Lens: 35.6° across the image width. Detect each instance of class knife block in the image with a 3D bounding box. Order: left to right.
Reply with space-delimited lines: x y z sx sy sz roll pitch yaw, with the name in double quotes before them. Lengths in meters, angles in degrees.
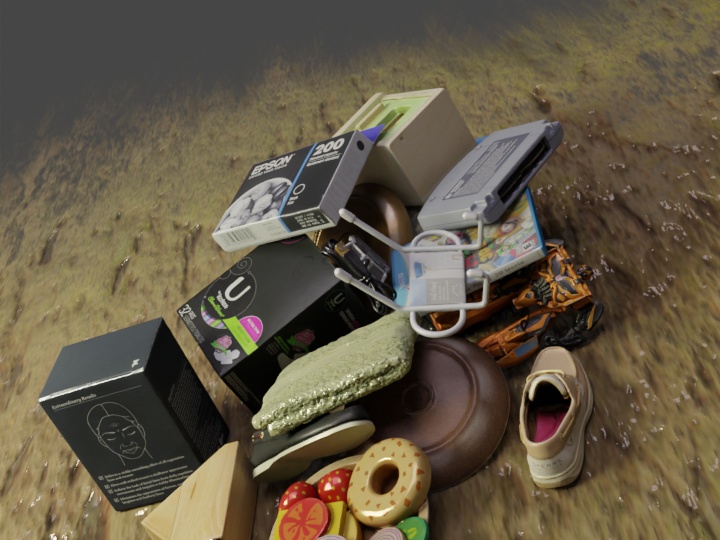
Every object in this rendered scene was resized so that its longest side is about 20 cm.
"knife block" -0.157 0.301 1.257 0.200 0.064 0.175 -41 35 -26

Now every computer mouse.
"computer mouse" 0.000 0.000 1.394 0.044 0.110 0.200 -48 1 7

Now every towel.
"towel" -0.025 0.114 1.280 0.199 0.037 0.149 -25 16 17

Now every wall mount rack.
"wall mount rack" 0.061 -0.011 1.305 0.173 0.075 0.201 -2 37 3

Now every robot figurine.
"robot figurine" 0.191 0.046 1.348 0.199 0.058 0.145 -31 69 5

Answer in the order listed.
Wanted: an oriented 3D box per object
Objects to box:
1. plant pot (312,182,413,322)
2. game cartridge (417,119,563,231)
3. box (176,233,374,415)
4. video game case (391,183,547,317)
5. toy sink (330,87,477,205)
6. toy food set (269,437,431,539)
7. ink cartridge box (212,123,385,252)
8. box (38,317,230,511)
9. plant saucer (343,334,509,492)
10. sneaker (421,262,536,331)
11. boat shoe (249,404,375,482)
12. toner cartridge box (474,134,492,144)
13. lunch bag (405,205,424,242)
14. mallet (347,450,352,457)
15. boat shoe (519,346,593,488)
"plant pot" -0.007 -0.024 1.545 0.027 0.201 0.199 8 4 -42
"game cartridge" 0.164 -0.120 1.444 0.133 0.041 0.200 -2 37 48
"box" -0.109 0.064 1.468 0.200 0.124 0.149 -38 48 -5
"video game case" 0.129 -0.021 1.384 0.199 0.018 0.143 -27 32 17
"toy sink" 0.041 -0.175 1.587 0.130 0.112 0.200 -46 27 -24
"toy food set" -0.015 0.274 1.181 0.199 0.049 0.199 -14 42 23
"ink cartridge box" -0.082 -0.122 1.495 0.197 0.043 0.201 -13 38 38
"box" -0.276 0.181 1.393 0.148 0.201 0.107 -16 32 15
"plant saucer" 0.068 0.152 1.276 0.199 0.037 0.201 -11 55 16
"sneaker" 0.158 0.026 1.441 0.201 0.098 0.071 -52 31 2
"boat shoe" -0.060 0.188 1.282 0.201 0.073 0.063 -32 56 44
"toner cartridge box" 0.158 -0.161 1.754 0.199 0.043 0.095 -11 32 23
"lunch bag" 0.149 -0.078 1.560 0.163 0.118 0.200 -22 26 12
"mallet" 0.001 0.158 1.391 0.066 0.041 0.200 -24 27 5
"boat shoe" 0.211 0.142 1.222 0.073 0.069 0.200 -14 32 18
